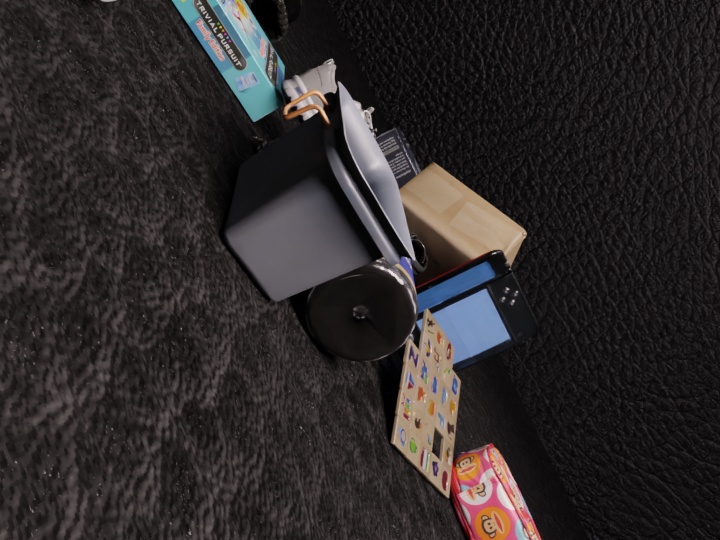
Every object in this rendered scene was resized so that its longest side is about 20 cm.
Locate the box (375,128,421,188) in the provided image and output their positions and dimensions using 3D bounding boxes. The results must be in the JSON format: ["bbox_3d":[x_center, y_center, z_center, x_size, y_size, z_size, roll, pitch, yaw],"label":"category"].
[{"bbox_3d":[0.081,-0.211,1.476,0.201,0.117,0.197,63,12,-8],"label":"box"}]

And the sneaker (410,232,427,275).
[{"bbox_3d":[0.055,-0.022,1.005,0.071,0.099,0.200,58,12,-16],"label":"sneaker"}]

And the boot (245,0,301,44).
[{"bbox_3d":[-0.145,-0.428,1.047,0.211,0.079,0.158,18,39,-59],"label":"boot"}]

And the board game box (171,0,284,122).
[{"bbox_3d":[-0.164,-0.302,0.786,0.200,0.047,0.151,56,14,-32],"label":"board game box"}]

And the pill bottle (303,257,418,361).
[{"bbox_3d":[0.000,0.000,0.694,0.112,0.111,0.200,58,13,-22],"label":"pill bottle"}]

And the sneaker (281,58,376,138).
[{"bbox_3d":[-0.008,-0.161,0.774,0.200,0.082,0.075,54,-1,-11],"label":"sneaker"}]

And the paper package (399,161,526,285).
[{"bbox_3d":[0.142,-0.040,1.045,0.200,0.103,0.191,40,-27,20],"label":"paper package"}]

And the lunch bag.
[{"bbox_3d":[0.194,0.338,0.878,0.201,0.082,0.176,67,12,17],"label":"lunch bag"}]

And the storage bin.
[{"bbox_3d":[-0.048,-0.073,0.589,0.146,0.134,0.200,57,13,-29],"label":"storage bin"}]

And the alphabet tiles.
[{"bbox_3d":[0.089,0.158,0.813,0.167,0.008,0.201,53,38,-42],"label":"alphabet tiles"}]

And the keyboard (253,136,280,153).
[{"bbox_3d":[-0.065,-0.121,0.784,0.127,0.021,0.200,41,18,-1],"label":"keyboard"}]

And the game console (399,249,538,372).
[{"bbox_3d":[0.131,0.073,0.885,0.173,0.199,0.119,61,13,-11],"label":"game console"}]
